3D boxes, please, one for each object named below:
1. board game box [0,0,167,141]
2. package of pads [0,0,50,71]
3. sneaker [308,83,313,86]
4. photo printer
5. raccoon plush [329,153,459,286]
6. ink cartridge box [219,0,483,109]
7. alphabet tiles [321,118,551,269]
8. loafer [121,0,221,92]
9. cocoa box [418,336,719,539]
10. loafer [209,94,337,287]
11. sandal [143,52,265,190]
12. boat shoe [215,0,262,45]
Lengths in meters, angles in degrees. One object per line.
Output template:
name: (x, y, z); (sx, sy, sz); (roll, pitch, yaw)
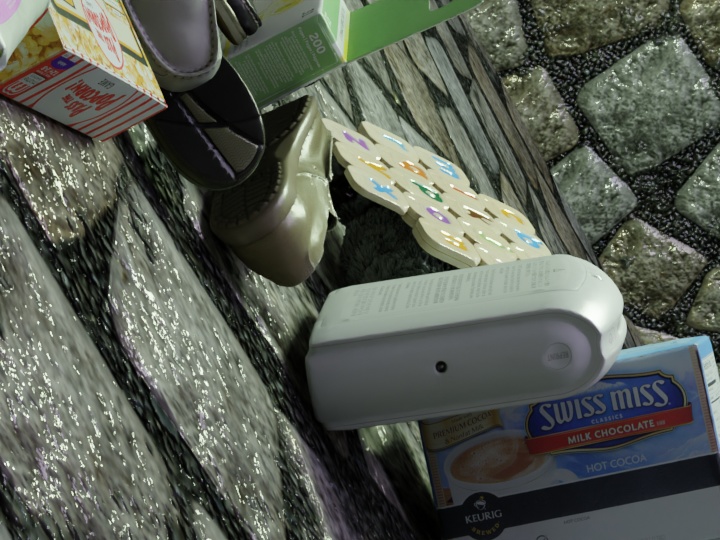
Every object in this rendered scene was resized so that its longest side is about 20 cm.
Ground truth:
board game box: (-0.180, -0.176, 1.174); (0.201, 0.046, 0.151); (66, 10, 13)
package of pads: (-0.212, -0.170, 0.949); (0.201, 0.068, 0.155); (60, 10, -15)
sneaker: (-0.075, -0.222, 1.736); (0.200, 0.071, 0.080); (55, 9, -47)
photo printer: (0.072, 0.043, 1.457); (0.166, 0.199, 0.070); (-70, 151, -77)
raccoon plush: (0.000, 0.000, 1.640); (0.200, 0.097, 0.134); (36, 21, 10)
ink cartridge box: (-0.017, -0.174, 1.544); (0.048, 0.199, 0.146); (60, 11, -18)
alphabet tiles: (0.059, -0.047, 1.668); (0.195, 0.015, 0.200); (24, 19, -27)
loafer: (-0.126, -0.198, 1.265); (0.070, 0.070, 0.201); (-12, -78, 65)
cocoa box: (0.154, 0.129, 1.556); (0.133, 0.199, 0.132); (-4, 82, -78)
loafer: (-0.054, -0.049, 1.437); (0.068, 0.076, 0.200); (62, 19, -21)
sandal: (-0.124, -0.136, 1.329); (0.202, 0.079, 0.057); (66, -17, 3)
boat shoe: (-0.099, -0.245, 1.520); (0.073, 0.064, 0.201); (63, 5, -67)
